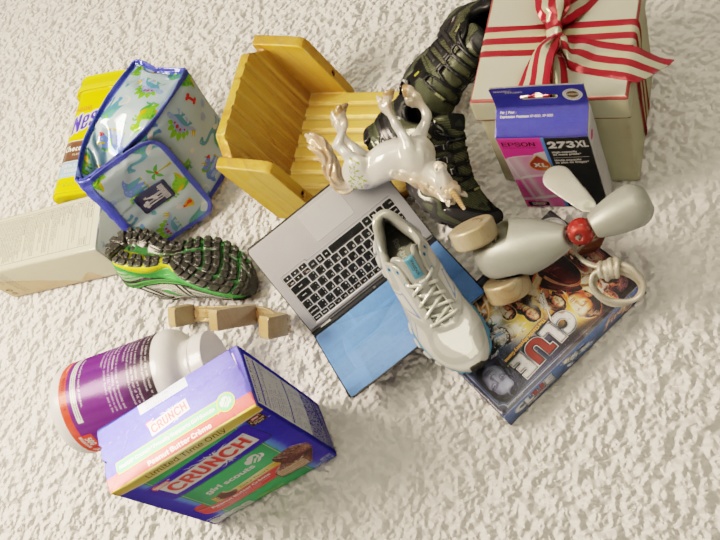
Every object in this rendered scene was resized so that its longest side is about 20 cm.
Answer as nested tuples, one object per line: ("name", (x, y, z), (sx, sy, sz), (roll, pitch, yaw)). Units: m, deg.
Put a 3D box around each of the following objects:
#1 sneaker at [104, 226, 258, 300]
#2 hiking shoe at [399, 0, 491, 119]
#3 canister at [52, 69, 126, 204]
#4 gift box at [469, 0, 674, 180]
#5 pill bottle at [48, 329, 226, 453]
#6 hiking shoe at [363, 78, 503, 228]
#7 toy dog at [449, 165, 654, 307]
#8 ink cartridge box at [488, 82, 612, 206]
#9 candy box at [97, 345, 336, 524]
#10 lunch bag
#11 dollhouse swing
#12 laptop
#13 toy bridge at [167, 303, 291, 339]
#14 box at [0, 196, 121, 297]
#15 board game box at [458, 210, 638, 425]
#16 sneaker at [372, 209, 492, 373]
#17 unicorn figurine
("sneaker", (-0.223, 0.001, 1.081), (0.200, 0.085, 0.078), (13, 56, 13))
("hiking shoe", (0.115, -0.258, 1.028), (0.200, 0.076, 0.101), (-64, 17, -15))
("canister", (-0.358, -0.184, 1.223), (0.148, 0.087, 0.200), (-4, 65, 22))
("gift box", (0.240, -0.218, 0.918), (0.200, 0.187, 0.185), (-2, 64, 24))
("pill bottle", (-0.258, 0.139, 0.997), (0.200, 0.112, 0.113), (-20, 59, 14))
("hiking shoe", (0.094, -0.127, 0.961), (0.200, 0.076, 0.101), (43, 123, 11))
("toy dog", (0.195, -0.038, 0.862), (0.200, 0.132, 0.096), (-1, 26, 18))
("ink cartridge box", (0.201, -0.125, 0.879), (0.095, 0.200, 0.037), (2, 66, 26))
("candy box", (-0.141, 0.179, 0.873), (0.169, 0.200, 0.077), (-31, 57, 7))
("lunch bag", (-0.270, -0.145, 1.106), (0.127, 0.170, 0.200), (17, 67, 31))
("dollhouse swing", (-0.043, -0.183, 1.046), (0.176, 0.182, 0.200), (-3, 62, 35))
("laptop", (0.000, 0.000, 0.949), (0.187, 0.116, 0.200), (-38, 94, 1))
("toy bridge", (-0.153, 0.057, 1.018), (0.200, 0.067, 0.027), (2, 98, 43))
("box", (-0.425, -0.034, 1.179), (0.200, 0.078, 0.095), (-10, 61, 19))
("board game box", (0.183, 0.047, 0.898), (0.200, 0.035, 0.135), (-44, 56, -2))
("sneaker", (0.064, 0.019, 0.872), (0.075, 0.087, 0.200), (-35, 67, 1))
("unicorn figurine", (0.038, -0.129, 0.926), (0.200, 0.137, 0.074), (-7, 15, 45))
